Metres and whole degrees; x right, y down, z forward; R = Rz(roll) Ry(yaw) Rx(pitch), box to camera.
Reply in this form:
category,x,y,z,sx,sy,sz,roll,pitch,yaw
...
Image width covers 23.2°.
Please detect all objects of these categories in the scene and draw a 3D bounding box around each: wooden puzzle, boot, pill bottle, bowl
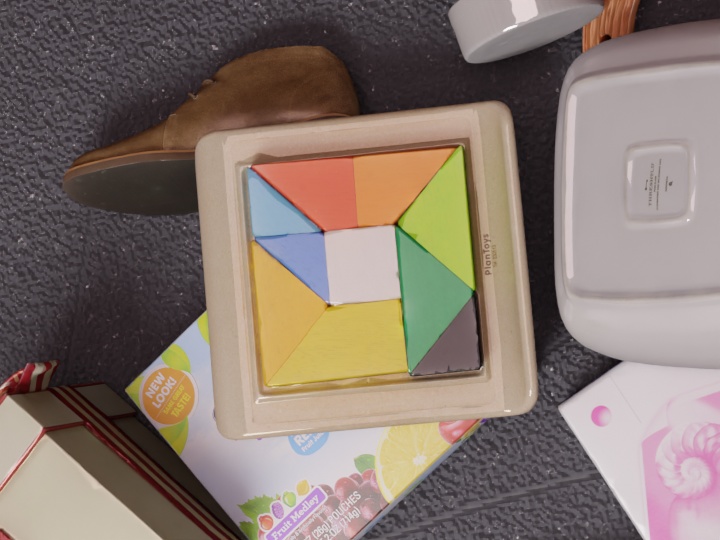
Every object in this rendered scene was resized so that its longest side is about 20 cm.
category,x,y,z,sx,sy,sz,roll,pitch,yaw
wooden puzzle,0.000,0.000,1.040,0.198,0.037,0.187,-6,85,10
boot,-0.096,-0.088,1.123,0.198,0.074,0.076,-13,67,7
pill bottle,0.072,-0.235,1.059,0.109,0.110,0.202,-20,85,11
bowl,0.187,-0.047,0.990,0.198,0.074,0.203,-1,85,42

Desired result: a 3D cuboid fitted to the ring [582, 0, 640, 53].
category,x,y,z,sx,sy,sz,roll,pitch,yaw
ring,0.217,-0.133,1.031,0.199,0.019,0.203,10,105,42

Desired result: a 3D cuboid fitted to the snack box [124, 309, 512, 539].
category,x,y,z,sx,sy,sz,roll,pitch,yaw
snack box,-0.018,0.069,1.094,0.200,0.068,0.169,-42,81,6

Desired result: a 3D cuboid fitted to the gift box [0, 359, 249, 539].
category,x,y,z,sx,sy,sz,roll,pitch,yaw
gift box,-0.184,0.169,1.065,0.186,0.200,0.185,39,92,11

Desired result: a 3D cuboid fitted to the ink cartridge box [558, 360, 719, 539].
category,x,y,z,sx,sy,sz,roll,pitch,yaw
ink cartridge box,0.252,0.109,1.050,0.196,0.043,0.201,-36,81,9
